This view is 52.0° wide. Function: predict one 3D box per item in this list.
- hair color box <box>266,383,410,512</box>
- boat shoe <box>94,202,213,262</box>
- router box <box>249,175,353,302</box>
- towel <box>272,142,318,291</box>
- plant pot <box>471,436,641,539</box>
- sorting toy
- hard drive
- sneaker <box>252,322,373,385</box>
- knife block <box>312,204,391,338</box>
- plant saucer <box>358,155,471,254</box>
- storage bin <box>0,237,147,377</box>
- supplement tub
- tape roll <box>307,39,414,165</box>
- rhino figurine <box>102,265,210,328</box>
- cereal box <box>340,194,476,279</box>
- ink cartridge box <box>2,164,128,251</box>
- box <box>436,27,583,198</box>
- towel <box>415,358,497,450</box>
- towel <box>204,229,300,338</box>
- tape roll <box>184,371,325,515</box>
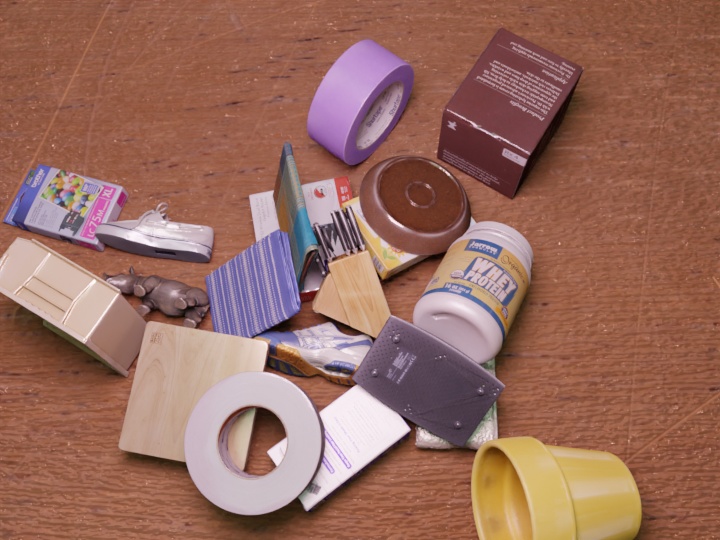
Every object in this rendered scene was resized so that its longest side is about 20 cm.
[{"bbox_3d":[-0.032,0.269,1.150,0.200,0.065,0.109,-35,73,-12],"label":"hair color box"},{"bbox_3d":[-0.352,-0.074,1.283,0.201,0.075,0.086,8,68,0],"label":"boat shoe"},{"bbox_3d":[-0.088,-0.049,1.278,0.179,0.049,0.201,-12,70,-3],"label":"router box"},{"bbox_3d":[-0.107,-0.082,1.181,0.022,0.147,0.201,-5,62,-19],"label":"towel"},{"bbox_3d":[0.283,0.335,1.055,0.188,0.201,0.202,-3,69,-15],"label":"plant pot"},{"bbox_3d":[-0.254,0.199,1.169,0.198,0.070,0.201,9,78,5],"label":"sorting toy"},{"bbox_3d":[0.102,0.164,1.120,0.200,0.042,0.135,31,107,2],"label":"hard drive"},{"bbox_3d":[-0.076,0.125,1.211,0.199,0.075,0.088,14,54,5],"label":"sneaker"},{"bbox_3d":[0.000,0.000,1.189,0.199,0.064,0.176,25,96,-7],"label":"knife block"},{"bbox_3d":[0.097,-0.120,1.245,0.199,0.035,0.201,6,59,-11],"label":"plant saucer"},{"bbox_3d":[-0.451,0.058,1.169,0.198,0.200,0.094,28,72,12],"label":"storage bin"},{"bbox_3d":[0.183,0.033,1.167,0.144,0.145,0.200,26,54,11],"label":"supplement tub"},{"bbox_3d":[0.002,-0.290,1.285,0.085,0.200,0.200,37,75,14],"label":"tape roll"},{"bbox_3d":[-0.345,0.039,1.239,0.199,0.087,0.060,18,108,10],"label":"rhino figurine"},{"bbox_3d":[0.082,-0.086,1.264,0.199,0.040,0.144,-25,70,-26],"label":"cereal box"},{"bbox_3d":[-0.534,-0.117,1.324,0.199,0.042,0.120,15,70,9],"label":"ink cartridge box"},{"bbox_3d":[0.255,-0.272,1.288,0.166,0.164,0.200,31,74,12],"label":"box"},{"bbox_3d":[0.152,0.188,1.190,0.132,0.035,0.201,1,69,4],"label":"towel"},{"bbox_3d":[-0.177,0.036,1.205,0.200,0.024,0.145,-28,66,35],"label":"towel"},{"bbox_3d":[-0.153,0.251,1.084,0.199,0.066,0.201,-1,77,2],"label":"tape roll"}]
